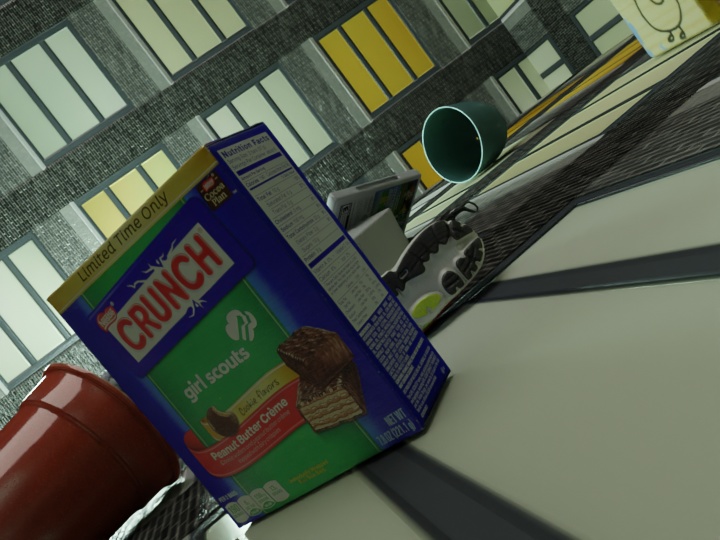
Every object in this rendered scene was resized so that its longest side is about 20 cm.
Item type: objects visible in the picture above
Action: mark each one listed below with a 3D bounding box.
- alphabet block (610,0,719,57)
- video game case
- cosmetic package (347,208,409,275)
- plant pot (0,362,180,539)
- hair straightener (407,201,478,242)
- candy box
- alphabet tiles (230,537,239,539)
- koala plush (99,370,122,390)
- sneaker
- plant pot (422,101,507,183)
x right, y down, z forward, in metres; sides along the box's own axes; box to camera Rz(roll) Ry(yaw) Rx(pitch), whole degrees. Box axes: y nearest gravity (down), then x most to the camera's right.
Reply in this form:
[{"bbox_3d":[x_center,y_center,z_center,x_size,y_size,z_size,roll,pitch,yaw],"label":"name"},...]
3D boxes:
[{"bbox_3d":[0.569,-0.520,1.123,0.196,0.196,0.200,-40,3,-1],"label":"alphabet block"},{"bbox_3d":[0.005,-0.054,1.036,0.181,0.022,0.201,-22,-40,-38],"label":"video game case"},{"bbox_3d":[0.000,0.000,0.890,0.074,0.102,0.200,-22,11,31],"label":"cosmetic package"},{"bbox_3d":[-0.335,0.241,0.703,0.200,0.201,0.196,-33,14,46],"label":"plant pot"},{"bbox_3d":[0.107,-0.047,1.038,0.199,0.041,0.077,-34,4,-3],"label":"hair straightener"},{"bbox_3d":[-0.071,0.040,0.419,0.169,0.200,0.077,-36,4,28],"label":"candy box"},{"bbox_3d":[-0.152,0.232,0.361,0.166,0.006,0.200,-36,5,38],"label":"alphabet tiles"},{"bbox_3d":[-0.379,0.232,1.150,0.183,0.178,0.200,-38,7,8],"label":"koala plush"},{"bbox_3d":[0.031,0.041,0.580,0.199,0.077,0.085,-37,-16,-2],"label":"sneaker"},{"bbox_3d":[0.289,-0.350,1.717,0.160,0.202,0.200,-28,-2,-34],"label":"plant pot"}]
